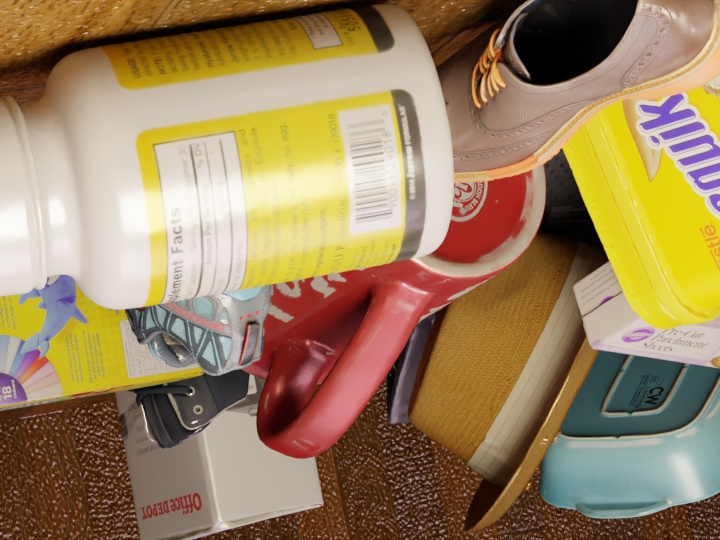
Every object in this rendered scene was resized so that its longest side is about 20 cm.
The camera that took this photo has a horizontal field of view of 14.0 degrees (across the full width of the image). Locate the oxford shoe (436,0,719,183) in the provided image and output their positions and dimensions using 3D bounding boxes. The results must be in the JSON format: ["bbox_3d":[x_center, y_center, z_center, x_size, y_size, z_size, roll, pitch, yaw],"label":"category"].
[{"bbox_3d":[0.074,-0.093,1.306,0.073,0.071,0.200,8,154,-45],"label":"oxford shoe"}]

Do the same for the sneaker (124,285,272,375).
[{"bbox_3d":[-0.112,0.005,1.534,0.079,0.096,0.200,-15,-160,-25],"label":"sneaker"}]

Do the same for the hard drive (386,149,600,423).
[{"bbox_3d":[0.089,-0.001,1.674,0.135,0.042,0.200,-3,131,-28],"label":"hard drive"}]

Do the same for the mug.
[{"bbox_3d":[0.009,-0.004,1.535,0.133,0.178,0.200,-11,171,-30],"label":"mug"}]

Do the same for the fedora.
[{"bbox_3d":[0.080,0.041,1.589,0.082,0.201,0.201,27,172,-2],"label":"fedora"}]

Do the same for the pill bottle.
[{"bbox_3d":[-0.070,-0.045,1.225,0.200,0.111,0.111,-9,175,-14],"label":"pill bottle"}]

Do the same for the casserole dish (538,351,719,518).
[{"bbox_3d":[0.169,0.071,1.649,0.121,0.039,0.200,-5,-152,26],"label":"casserole dish"}]

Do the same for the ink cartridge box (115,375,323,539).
[{"bbox_3d":[-0.104,0.077,1.965,0.083,0.200,0.145,-9,174,-26],"label":"ink cartridge box"}]

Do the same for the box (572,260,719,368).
[{"bbox_3d":[0.197,0.027,1.535,0.200,0.039,0.041,10,145,-42],"label":"box"}]

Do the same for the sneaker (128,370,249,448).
[{"bbox_3d":[-0.155,0.039,1.770,0.202,0.146,0.077,-7,175,-26],"label":"sneaker"}]

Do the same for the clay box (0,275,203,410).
[{"bbox_3d":[-0.194,0.019,1.616,0.200,0.115,0.048,-8,175,-25],"label":"clay box"}]

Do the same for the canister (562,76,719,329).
[{"bbox_3d":[0.208,-0.066,1.398,0.200,0.149,0.087,-18,-171,37],"label":"canister"}]
